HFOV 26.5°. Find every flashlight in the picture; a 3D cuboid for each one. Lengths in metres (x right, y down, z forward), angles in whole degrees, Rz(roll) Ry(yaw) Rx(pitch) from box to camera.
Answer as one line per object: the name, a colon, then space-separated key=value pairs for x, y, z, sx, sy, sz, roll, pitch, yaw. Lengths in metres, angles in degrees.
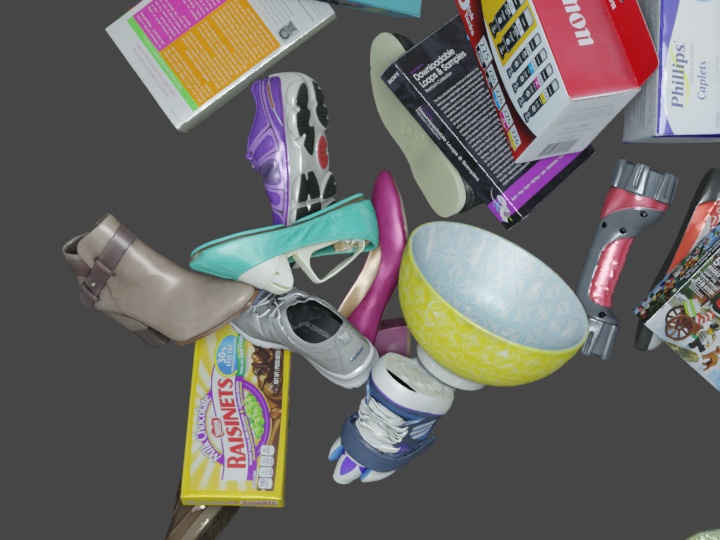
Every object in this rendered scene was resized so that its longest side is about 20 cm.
flashlight: x=0.261 y=-0.010 z=1.549 sx=0.068 sy=0.068 sz=0.200 roll=16 pitch=94 yaw=-13

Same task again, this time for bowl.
bowl: x=0.114 y=0.053 z=1.513 sx=0.200 sy=0.200 sz=0.108 roll=29 pitch=119 yaw=1

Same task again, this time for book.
book: x=-0.143 y=-0.254 z=1.563 sx=0.200 sy=0.048 sz=0.134 roll=-36 pitch=88 yaw=3

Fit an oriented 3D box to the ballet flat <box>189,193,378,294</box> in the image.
ballet flat: x=-0.065 y=-0.016 z=1.483 sx=0.200 sy=0.067 sz=0.071 roll=-19 pitch=79 yaw=-25

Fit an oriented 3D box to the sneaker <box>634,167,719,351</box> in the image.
sneaker: x=0.361 y=0.007 z=1.544 sx=0.108 sy=0.067 sz=0.202 roll=25 pitch=91 yaw=3

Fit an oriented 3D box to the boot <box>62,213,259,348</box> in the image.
boot: x=-0.210 y=0.004 z=1.527 sx=0.200 sy=0.070 sz=0.146 roll=-23 pitch=114 yaw=41

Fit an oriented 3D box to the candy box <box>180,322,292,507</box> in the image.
candy box: x=-0.123 y=0.141 z=1.545 sx=0.102 sy=0.026 sz=0.200 roll=-1 pitch=61 yaw=4

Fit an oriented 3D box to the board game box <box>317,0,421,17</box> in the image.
board game box: x=-0.019 y=-0.337 z=1.489 sx=0.047 sy=0.200 sz=0.151 roll=11 pitch=95 yaw=47

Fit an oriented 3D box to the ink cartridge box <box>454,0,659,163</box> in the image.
ink cartridge box: x=0.181 y=-0.233 z=1.451 sx=0.084 sy=0.176 sz=0.200 roll=-12 pitch=72 yaw=-23

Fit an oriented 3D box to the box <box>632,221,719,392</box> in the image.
box: x=0.386 y=0.055 z=1.518 sx=0.200 sy=0.038 sz=0.137 roll=39 pitch=101 yaw=-23

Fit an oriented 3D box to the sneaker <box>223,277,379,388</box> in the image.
sneaker: x=-0.067 y=0.040 z=1.526 sx=0.200 sy=0.082 sz=0.075 roll=24 pitch=64 yaw=32

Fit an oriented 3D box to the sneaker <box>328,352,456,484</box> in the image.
sneaker: x=0.022 y=0.159 z=1.502 sx=0.081 sy=0.200 sz=0.147 roll=38 pitch=97 yaw=11

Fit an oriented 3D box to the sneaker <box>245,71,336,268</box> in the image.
sneaker: x=-0.076 y=-0.102 z=1.565 sx=0.083 sy=0.081 sz=0.201 roll=3 pitch=99 yaw=32

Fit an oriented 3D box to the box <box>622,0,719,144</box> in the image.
box: x=0.319 y=-0.215 z=1.466 sx=0.105 sy=0.200 sz=0.184 roll=1 pitch=93 yaw=1

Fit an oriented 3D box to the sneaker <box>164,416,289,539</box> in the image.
sneaker: x=-0.155 y=0.213 z=1.588 sx=0.075 sy=0.070 sz=0.200 roll=36 pitch=89 yaw=17

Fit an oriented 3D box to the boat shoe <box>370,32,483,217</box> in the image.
boat shoe: x=0.071 y=-0.152 z=1.553 sx=0.063 sy=0.074 sz=0.202 roll=-20 pitch=79 yaw=-35

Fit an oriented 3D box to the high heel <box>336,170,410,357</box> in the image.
high heel: x=0.000 y=0.000 z=1.556 sx=0.096 sy=0.067 sz=0.201 roll=-4 pitch=97 yaw=-8

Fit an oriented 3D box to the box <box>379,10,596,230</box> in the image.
box: x=0.128 y=-0.156 z=1.521 sx=0.200 sy=0.036 sz=0.143 roll=51 pitch=52 yaw=-1
